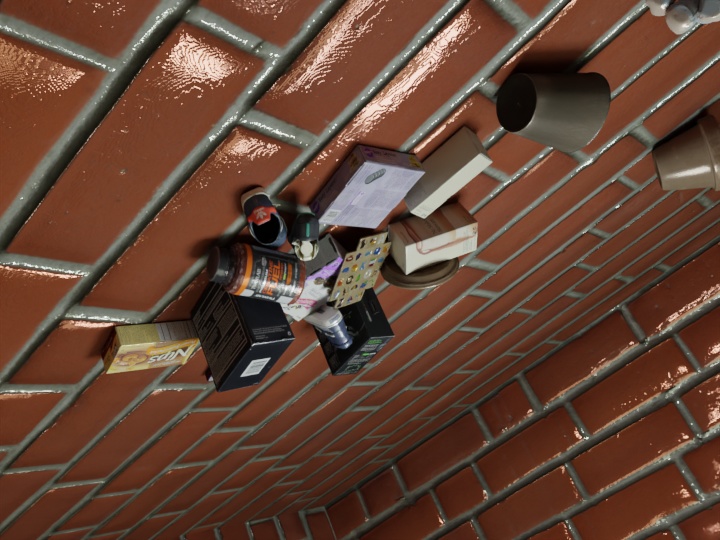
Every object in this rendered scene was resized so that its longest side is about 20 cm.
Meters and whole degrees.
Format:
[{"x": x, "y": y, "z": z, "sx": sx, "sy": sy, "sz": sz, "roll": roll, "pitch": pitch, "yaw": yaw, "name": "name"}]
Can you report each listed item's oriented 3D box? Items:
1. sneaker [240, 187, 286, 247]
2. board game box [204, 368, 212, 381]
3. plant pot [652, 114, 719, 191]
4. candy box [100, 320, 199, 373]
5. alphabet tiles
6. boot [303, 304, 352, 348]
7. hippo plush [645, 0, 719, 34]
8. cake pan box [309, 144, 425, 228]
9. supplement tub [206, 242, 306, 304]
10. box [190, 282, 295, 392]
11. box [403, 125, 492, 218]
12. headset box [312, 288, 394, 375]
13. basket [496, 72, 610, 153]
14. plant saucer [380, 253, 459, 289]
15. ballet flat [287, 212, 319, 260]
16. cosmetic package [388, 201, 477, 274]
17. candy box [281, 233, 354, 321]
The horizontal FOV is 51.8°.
[{"x": -0.184, "y": -0.078, "z": 1.473, "sx": 0.074, "sy": 0.086, "sz": 0.201, "roll": -26, "pitch": 155, "yaw": 0, "name": "sneaker"}, {"x": -0.327, "y": 0.228, "z": 1.972, "sx": 0.118, "sy": 0.033, "sz": 0.201, "roll": 0, "pitch": 145, "yaw": -36, "name": "board game box"}, {"x": 0.894, "y": -0.297, "z": 2.014, "sx": 0.170, "sy": 0.206, "sz": 0.200, "roll": -16, "pitch": 159, "yaw": 19, "name": "plant pot"}, {"x": -0.477, "y": 0.173, "z": 1.692, "sx": 0.196, "sy": 0.056, "sz": 0.116, "roll": -3, "pitch": 146, "yaw": -42, "name": "candy box"}, {"x": 0.000, "y": 0.000, "z": 1.735, "sx": 0.164, "sy": 0.006, "sz": 0.203, "roll": -17, "pitch": 138, "yaw": -47, "name": "alphabet tiles"}, {"x": -0.088, "y": 0.133, "z": 1.831, "sx": 0.072, "sy": 0.092, "sz": 0.199, "roll": -33, "pitch": -159, "yaw": -14, "name": "boot"}, {"x": 0.619, "y": -0.540, "z": 1.372, "sx": 0.160, "sy": 0.156, "sz": 0.206, "roll": -19, "pitch": 117, "yaw": -57, "name": "hippo plush"}, {"x": 0.012, "y": -0.166, "z": 1.542, "sx": 0.181, "sy": 0.053, "sz": 0.200, "roll": 1, "pitch": 142, "yaw": -42, "name": "cake pan box"}, {"x": -0.218, "y": 0.004, "z": 1.544, "sx": 0.196, "sy": 0.109, "sz": 0.107, "roll": 12, "pitch": 138, "yaw": -31, "name": "supplement tub"}, {"x": -0.263, "y": 0.124, "z": 1.638, "sx": 0.121, "sy": 0.202, "sz": 0.201, "roll": -5, "pitch": 148, "yaw": -41, "name": "box"}, {"x": 0.178, "y": -0.207, "z": 1.588, "sx": 0.199, "sy": 0.084, "sz": 0.068, "roll": -38, "pitch": 152, "yaw": 24, "name": "box"}, {"x": -0.021, "y": 0.146, "z": 1.944, "sx": 0.091, "sy": 0.177, "sz": 0.200, "roll": 1, "pitch": 143, "yaw": -42, "name": "headset box"}, {"x": 0.381, "y": -0.328, "z": 1.506, "sx": 0.196, "sy": 0.138, "sz": 0.182, "roll": -2, "pitch": 142, "yaw": -35, "name": "basket"}, {"x": 0.144, "y": -0.019, "z": 1.808, "sx": 0.195, "sy": 0.200, "sz": 0.030, "roll": -18, "pitch": 122, "yaw": -17, "name": "plant saucer"}, {"x": -0.117, "y": -0.059, "z": 1.539, "sx": 0.071, "sy": 0.075, "sz": 0.200, "roll": -21, "pitch": 170, "yaw": -11, "name": "ballet flat"}, {"x": 0.173, "y": -0.080, "z": 1.774, "sx": 0.196, "sy": 0.104, "sz": 0.089, "roll": -20, "pitch": 132, "yaw": -17, "name": "cosmetic package"}, {"x": -0.112, "y": 0.020, "z": 1.738, "sx": 0.197, "sy": 0.073, "sz": 0.168, "roll": -32, "pitch": 154, "yaw": 9, "name": "candy box"}]
